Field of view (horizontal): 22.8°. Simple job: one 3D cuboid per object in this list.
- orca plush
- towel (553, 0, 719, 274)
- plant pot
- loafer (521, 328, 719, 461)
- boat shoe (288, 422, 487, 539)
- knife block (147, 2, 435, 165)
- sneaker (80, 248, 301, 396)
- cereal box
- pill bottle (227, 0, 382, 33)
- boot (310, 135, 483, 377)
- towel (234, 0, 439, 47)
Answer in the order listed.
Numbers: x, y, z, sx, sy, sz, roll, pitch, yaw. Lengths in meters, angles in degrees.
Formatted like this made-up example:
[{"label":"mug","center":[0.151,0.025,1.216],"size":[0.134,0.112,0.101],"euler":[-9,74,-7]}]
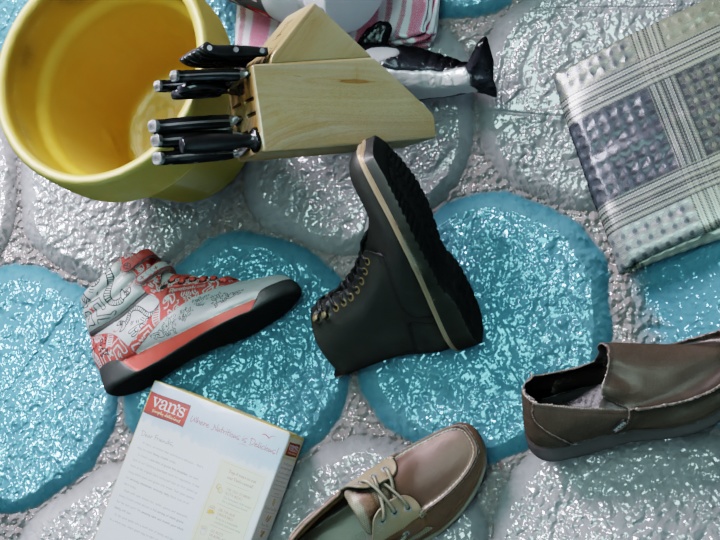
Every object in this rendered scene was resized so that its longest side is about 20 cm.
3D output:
[{"label":"orca plush","center":[0.019,-0.187,1.527],"size":[0.198,0.105,0.072],"euler":[-5,70,30]},{"label":"towel","center":[0.274,-0.117,1.459],"size":[0.198,0.035,0.194],"euler":[-24,67,17]},{"label":"plant pot","center":[-0.184,-0.145,1.553],"size":[0.199,0.189,0.203],"euler":[-6,74,20]},{"label":"loafer","center":[0.213,0.091,1.390],"size":[0.198,0.071,0.073],"euler":[-22,37,15]},{"label":"boat shoe","center":[0.018,0.196,1.452],"size":[0.200,0.072,0.076],"euler":[-41,66,7]},{"label":"knife block","center":[-0.062,-0.114,1.424],"size":[0.200,0.064,0.176],"euler":[41,73,-16]},{"label":"sneaker","center":[-0.155,0.020,1.567],"size":[0.200,0.067,0.109],"euler":[-27,71,16]},{"label":"cereal box","center":[-0.147,0.211,1.531],"size":[0.143,0.039,0.202],"euler":[19,84,24]},{"label":"pill bottle","center":[-0.079,-0.282,1.557],"size":[0.199,0.116,0.117],"euler":[26,87,30]},{"label":"boot","center":[0.000,0.000,1.456],"size":[0.137,0.078,0.201],"euler":[-18,116,19]},{"label":"towel","center":[-0.023,-0.264,1.608],"size":[0.198,0.030,0.148],"euler":[-3,75,21]}]
